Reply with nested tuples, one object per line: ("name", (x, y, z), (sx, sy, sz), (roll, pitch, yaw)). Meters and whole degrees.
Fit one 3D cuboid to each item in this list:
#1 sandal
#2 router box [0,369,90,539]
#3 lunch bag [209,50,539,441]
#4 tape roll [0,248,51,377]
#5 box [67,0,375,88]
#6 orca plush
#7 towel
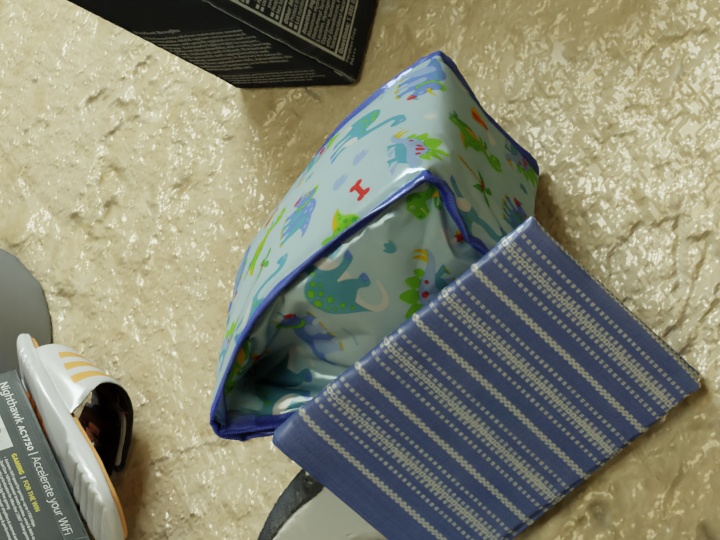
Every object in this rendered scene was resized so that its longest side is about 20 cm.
("sandal", (-0.170, 0.109, 1.622), (0.207, 0.059, 0.080), (-129, 27, -52))
("router box", (-0.252, 0.173, 1.586), (0.051, 0.148, 0.201), (96, 151, -54))
("lunch bag", (0.000, 0.000, 1.426), (0.199, 0.128, 0.170), (-34, 19, 19))
("tape roll", (-0.307, 0.071, 1.770), (0.199, 0.066, 0.202), (-19, 60, 36))
("box", (-0.086, -0.244, 1.597), (0.123, 0.198, 0.202), (1, 73, 43))
("orca plush", (0.013, 0.128, 1.465), (0.105, 0.071, 0.200), (38, 114, 0))
("towel", (0.067, 0.074, 1.362), (0.200, 0.145, 0.024), (-40, 24, 21))
